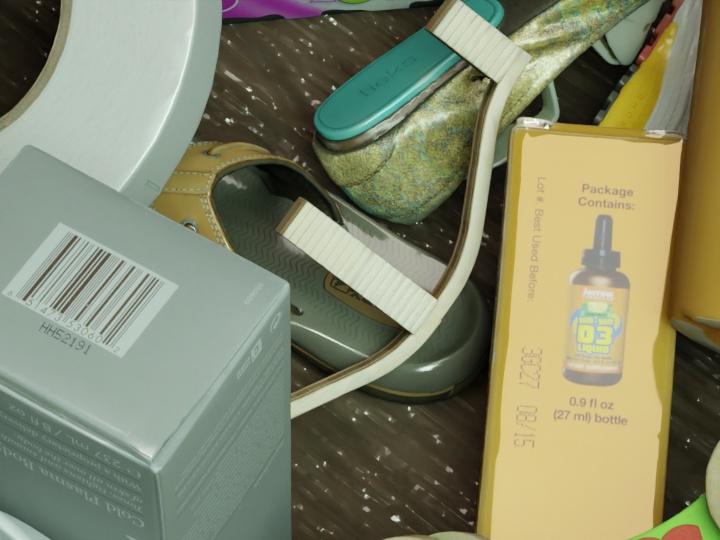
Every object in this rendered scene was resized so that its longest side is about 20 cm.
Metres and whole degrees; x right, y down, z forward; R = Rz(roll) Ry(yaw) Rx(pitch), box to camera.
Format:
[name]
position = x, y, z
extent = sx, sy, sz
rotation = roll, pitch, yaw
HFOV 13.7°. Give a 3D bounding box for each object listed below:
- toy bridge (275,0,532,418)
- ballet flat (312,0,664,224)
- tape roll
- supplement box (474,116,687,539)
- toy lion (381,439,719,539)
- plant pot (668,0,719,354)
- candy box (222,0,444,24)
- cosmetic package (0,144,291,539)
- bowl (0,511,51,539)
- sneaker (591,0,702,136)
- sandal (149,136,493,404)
[toy bridge]
position = 0.000, 0.000, 1.087
extent = 0.067, 0.027, 0.200
rotation = 36, 89, -9
[ballet flat]
position = 0.071, -0.091, 1.157
extent = 0.200, 0.071, 0.071
rotation = -40, 65, -2
[tape roll]
position = -0.149, -0.091, 1.083
extent = 0.201, 0.037, 0.204
rotation = -2, 82, 13
[supplement box]
position = 0.076, 0.051, 1.054
extent = 0.066, 0.069, 0.201
rotation = 6, 76, 3
[toy lion]
position = 0.088, 0.159, 0.924
extent = 0.199, 0.069, 0.193
rotation = -20, 81, 16
[plant pot]
position = 0.189, -0.050, 1.010
extent = 0.199, 0.200, 0.184
rotation = 19, 84, 10
[candy box]
position = -0.012, -0.162, 1.181
extent = 0.199, 0.137, 0.061
rotation = -7, 58, -6
[cosmetic package]
position = -0.084, 0.062, 0.994
extent = 0.106, 0.201, 0.090
rotation = 26, 57, 17
[bowl]
position = -0.137, 0.158, 0.969
extent = 0.200, 0.090, 0.203
rotation = 1, 92, 26
[sneaker]
position = 0.147, -0.066, 1.170
extent = 0.082, 0.078, 0.201
rotation = 29, 68, 8
[sandal]
position = -0.042, -0.011, 1.120
extent = 0.199, 0.055, 0.082
rotation = 24, 60, 6
